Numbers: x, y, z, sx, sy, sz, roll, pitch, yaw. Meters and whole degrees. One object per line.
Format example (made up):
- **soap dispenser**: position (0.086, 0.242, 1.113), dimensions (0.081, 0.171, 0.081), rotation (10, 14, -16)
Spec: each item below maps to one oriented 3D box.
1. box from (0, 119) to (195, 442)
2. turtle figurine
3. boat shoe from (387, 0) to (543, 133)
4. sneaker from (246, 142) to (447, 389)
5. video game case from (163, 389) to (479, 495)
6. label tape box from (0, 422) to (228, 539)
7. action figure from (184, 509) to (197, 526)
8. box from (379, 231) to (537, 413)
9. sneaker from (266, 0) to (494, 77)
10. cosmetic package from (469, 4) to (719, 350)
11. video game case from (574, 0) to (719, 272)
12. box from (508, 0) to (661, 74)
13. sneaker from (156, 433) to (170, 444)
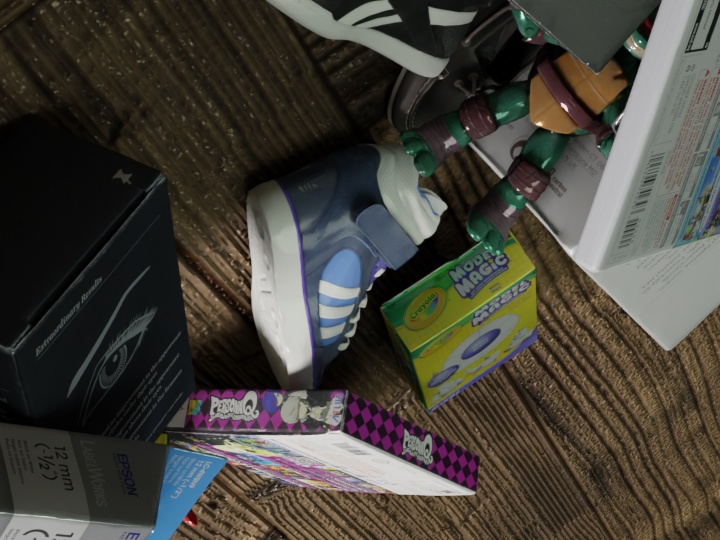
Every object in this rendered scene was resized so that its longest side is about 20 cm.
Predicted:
- **box**: position (-0.183, 0.040, 0.832), dimensions (0.148, 0.104, 0.201), rotation (-54, 156, -38)
- **turtle figurine**: position (0.128, -0.109, 0.876), dimensions (0.200, 0.150, 0.100), rotation (-41, 163, 24)
- **boat shoe**: position (0.098, -0.156, 0.937), dimensions (0.200, 0.057, 0.067), rotation (-46, 143, 12)
- **sneaker**: position (0.000, 0.000, 1.005), dimensions (0.145, 0.081, 0.201), rotation (-19, 135, -17)
- **video game case**: position (-0.034, 0.130, 1.066), dimensions (0.180, 0.036, 0.200), rotation (-4, 159, 33)
- **label tape box**: position (-0.179, 0.156, 0.767), dimensions (0.199, 0.066, 0.144), rotation (15, 125, -36)
- **action figure**: position (-0.205, 0.273, 1.126), dimensions (0.200, 0.099, 0.065), rotation (-44, 143, 14)
- **box**: position (0.080, 0.037, 1.104), dimensions (0.117, 0.049, 0.200), rotation (-33, 157, -5)
- **sneaker**: position (0.012, -0.191, 0.826), dimensions (0.199, 0.073, 0.112), rotation (10, 121, -55)
- **cosmetic package**: position (0.198, -0.080, 1.011), dimensions (0.165, 0.165, 0.200), rotation (-43, 142, 8)
- **video game case**: position (0.212, -0.104, 0.826), dimensions (0.181, 0.022, 0.202), rotation (-15, 129, -43)
- **box**: position (0.071, -0.224, 0.714), dimensions (0.199, 0.149, 0.125), rotation (33, 107, -27)
- **sneaker**: position (-0.210, 0.174, 1.048), dimensions (0.084, 0.075, 0.201), rotation (23, 125, -19)
